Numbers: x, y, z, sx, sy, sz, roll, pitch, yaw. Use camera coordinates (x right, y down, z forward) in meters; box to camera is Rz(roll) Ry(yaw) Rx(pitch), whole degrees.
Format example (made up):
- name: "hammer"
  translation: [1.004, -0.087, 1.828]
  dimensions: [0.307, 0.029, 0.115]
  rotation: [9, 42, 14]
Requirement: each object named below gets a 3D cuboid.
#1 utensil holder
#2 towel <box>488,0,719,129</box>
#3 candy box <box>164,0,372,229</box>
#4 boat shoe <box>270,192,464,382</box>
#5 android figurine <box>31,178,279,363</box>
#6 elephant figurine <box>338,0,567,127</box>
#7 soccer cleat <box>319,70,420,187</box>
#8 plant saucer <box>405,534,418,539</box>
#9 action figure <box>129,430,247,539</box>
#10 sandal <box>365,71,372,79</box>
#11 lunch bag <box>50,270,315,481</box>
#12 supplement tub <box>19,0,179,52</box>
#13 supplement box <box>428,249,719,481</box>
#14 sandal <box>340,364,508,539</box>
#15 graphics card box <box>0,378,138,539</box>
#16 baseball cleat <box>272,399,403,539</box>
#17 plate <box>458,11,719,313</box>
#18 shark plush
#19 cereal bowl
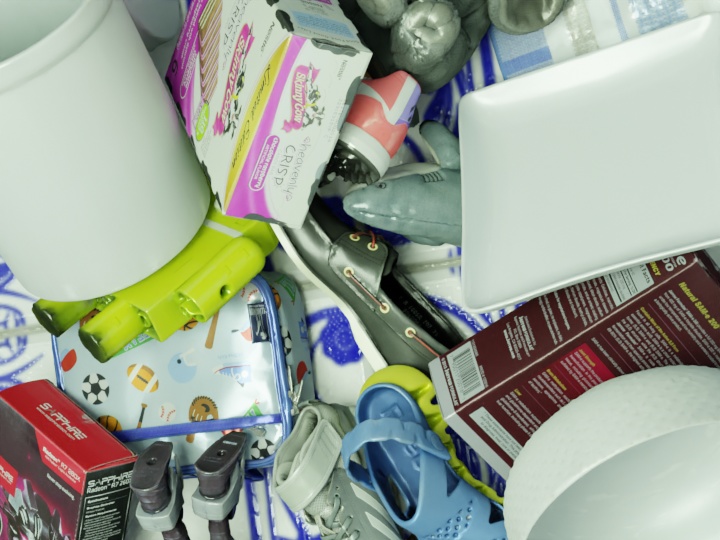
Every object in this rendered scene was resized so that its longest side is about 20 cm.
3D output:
- name: "utensil holder"
  translation: [-0.212, -0.102, 1.200]
  dimensions: [0.170, 0.200, 0.170]
  rotation: [-16, 37, 12]
- name: "towel"
  translation: [0.195, -0.155, 1.208]
  dimensions: [0.200, 0.024, 0.147]
  rotation: [-19, 81, 18]
- name: "candy box"
  translation: [-0.069, -0.138, 1.169]
  dimensions: [0.136, 0.061, 0.200]
  rotation: [-67, 29, 25]
- name: "boat shoe"
  translation: [0.001, -0.001, 1.232]
  dimensions: [0.063, 0.074, 0.201]
  rotation: [-37, 93, 20]
- name: "android figurine"
  translation: [-0.140, -0.016, 1.256]
  dimensions: [0.200, 0.041, 0.182]
  rotation: [-41, 40, -22]
- name: "elephant figurine"
  translation: [0.082, -0.219, 1.193]
  dimensions: [0.200, 0.155, 0.142]
  rotation: [-37, 94, -14]
- name: "soccer cleat"
  translation: [-0.020, -0.104, 1.221]
  dimensions: [0.068, 0.200, 0.073]
  rotation: [40, 79, -21]
- name: "plant saucer"
  translation: [0.092, 0.268, 1.220]
  dimensions: [0.200, 0.034, 0.200]
  rotation: [-1, 86, 19]
- name: "action figure"
  translation: [-0.111, 0.217, 1.255]
  dimensions: [0.130, 0.069, 0.200]
  rotation: [1, 119, 9]
- name: "sandal"
  translation: [-0.017, -0.189, 1.266]
  dimensions: [0.079, 0.059, 0.207]
  rotation: [-4, 86, 20]
- name: "lunch bag"
  translation: [-0.129, 0.083, 1.288]
  dimensions: [0.200, 0.076, 0.160]
  rotation: [-7, 87, 20]
- name: "supplement tub"
  translation: [-0.255, -0.196, 1.315]
  dimensions: [0.200, 0.132, 0.132]
  rotation: [-22, 80, 17]
- name: "supplement box"
  translation: [0.159, 0.059, 1.161]
  dimensions: [0.200, 0.109, 0.061]
  rotation: [-33, 37, 15]
- name: "sandal"
  translation: [0.049, 0.161, 1.170]
  dimensions: [0.079, 0.087, 0.200]
  rotation: [-43, 79, 27]
- name: "graphics card box"
  translation: [-0.231, 0.198, 1.280]
  dimensions: [0.125, 0.051, 0.200]
  rotation: [32, 121, 39]
- name: "baseball cleat"
  translation: [-0.012, 0.185, 1.203]
  dimensions: [0.070, 0.106, 0.200]
  rotation: [-39, 51, 35]
- name: "plate"
  translation: [0.162, -0.067, 1.146]
  dimensions: [0.200, 0.032, 0.200]
  rotation: [-17, 47, 22]
- name: "shark plush"
  translation: [0.089, -0.022, 1.209]
  dimensions: [0.200, 0.083, 0.091]
  rotation: [30, 115, 7]
- name: "cereal bowl"
  translation: [0.181, 0.127, 1.121]
  dimensions: [0.200, 0.200, 0.083]
  rotation: [-34, 50, 15]
